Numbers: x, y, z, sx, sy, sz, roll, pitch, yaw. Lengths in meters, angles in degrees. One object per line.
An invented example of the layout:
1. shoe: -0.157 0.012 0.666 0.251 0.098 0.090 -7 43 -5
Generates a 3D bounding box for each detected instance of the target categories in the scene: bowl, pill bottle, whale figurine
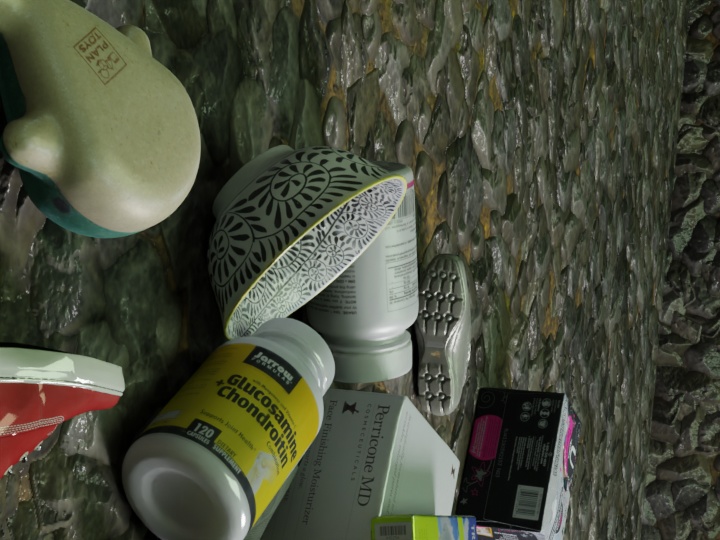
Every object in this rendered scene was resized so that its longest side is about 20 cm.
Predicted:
1. bowl: -0.065 -0.042 1.081 0.200 0.094 0.201 -40 168 -10
2. pill bottle: 0.000 0.000 1.252 0.113 0.112 0.203 -28 118 -63
3. whale figurine: -0.195 -0.112 0.835 0.201 0.103 0.160 53 40 -20
4. pill bottle: -0.097 0.125 1.029 0.200 0.111 0.113 -52 138 -50

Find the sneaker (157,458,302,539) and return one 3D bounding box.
1. sneaker: -0.108 0.202 1.087 0.200 0.073 0.080 -51 149 -47

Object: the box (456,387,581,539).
1. box: 0.226 0.281 1.785 0.115 0.130 0.202 52 46 -54

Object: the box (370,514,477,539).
1. box: 0.067 0.288 1.177 0.200 0.047 0.124 24 61 -65

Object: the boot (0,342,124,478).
1. boot: -0.227 0.118 0.790 0.199 0.072 0.147 7 86 -59

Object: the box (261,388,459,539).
1. box: -0.001 0.243 1.252 0.200 0.129 0.201 54 44 -56

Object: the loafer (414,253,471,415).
1. loafer: 0.102 0.076 1.565 0.070 0.069 0.203 -35 131 -68
